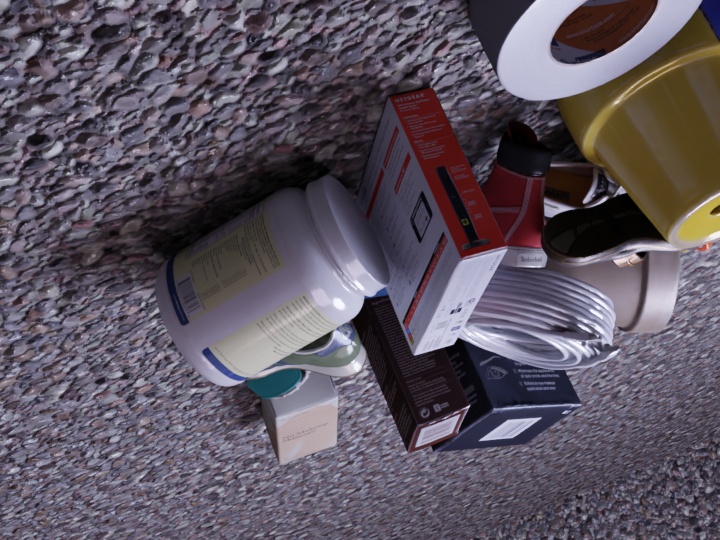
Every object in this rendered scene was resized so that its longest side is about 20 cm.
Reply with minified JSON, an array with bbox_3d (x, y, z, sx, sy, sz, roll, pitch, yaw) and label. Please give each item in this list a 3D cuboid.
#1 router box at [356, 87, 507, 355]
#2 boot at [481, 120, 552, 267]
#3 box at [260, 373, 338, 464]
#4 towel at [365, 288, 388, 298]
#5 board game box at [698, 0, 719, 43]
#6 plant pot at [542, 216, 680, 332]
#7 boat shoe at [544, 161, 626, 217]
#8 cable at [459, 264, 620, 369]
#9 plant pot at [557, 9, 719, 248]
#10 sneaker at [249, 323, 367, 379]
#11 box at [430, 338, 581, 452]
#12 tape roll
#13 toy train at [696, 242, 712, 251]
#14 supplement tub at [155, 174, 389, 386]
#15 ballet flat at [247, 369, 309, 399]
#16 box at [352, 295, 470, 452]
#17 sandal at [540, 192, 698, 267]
[{"bbox_3d":[0.061,-0.043,1.155,0.048,0.181,0.201,-14,156,-18],"label":"router box"},{"bbox_3d":[0.147,-0.087,1.281,0.072,0.146,0.200,1,-173,-20],"label":"boot"},{"bbox_3d":[-0.084,0.187,1.631,0.094,0.078,0.201,-18,156,-9],"label":"box"},{"bbox_3d":[0.000,0.000,1.313,0.197,0.049,0.112,-10,156,-4],"label":"towel"},{"bbox_3d":[0.422,-0.284,1.082,0.198,0.098,0.160,-6,151,-34],"label":"board game box"},{"bbox_3d":[0.260,-0.022,1.405,0.171,0.202,0.201,-3,154,-4],"label":"plant pot"},{"bbox_3d":[0.260,-0.083,1.294,0.198,0.072,0.070,14,172,12],"label":"boat shoe"},{"bbox_3d":[0.176,0.049,1.295,0.198,0.070,0.200,17,167,2],"label":"cable"},{"bbox_3d":[0.322,-0.135,1.189,0.199,0.190,0.201,-18,156,-8],"label":"plant pot"},{"bbox_3d":[-0.096,0.075,1.362,0.198,0.068,0.090,0,146,15],"label":"sneaker"},{"bbox_3d":[0.154,0.118,1.551,0.195,0.202,0.117,5,144,-47],"label":"box"},{"bbox_3d":[0.195,-0.234,1.019,0.198,0.067,0.201,-19,157,-8],"label":"tape roll"},{"bbox_3d":[0.400,-0.100,1.396,0.149,0.200,0.056,-33,110,13],"label":"toy train"},{"bbox_3d":[-0.085,0.009,1.175,0.199,0.146,0.145,-30,156,14],"label":"supplement tub"},{"bbox_3d":[-0.070,0.093,1.469,0.071,0.072,0.200,-3,150,-38],"label":"ballet flat"},{"bbox_3d":[0.055,0.104,1.431,0.074,0.202,0.100,-19,157,-14],"label":"box"},{"bbox_3d":[0.265,-0.030,1.225,0.198,0.082,0.055,-14,143,-29],"label":"sandal"}]
